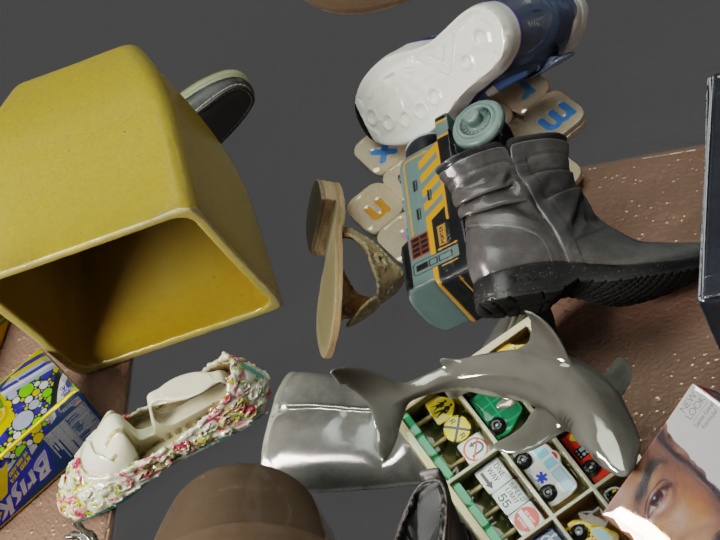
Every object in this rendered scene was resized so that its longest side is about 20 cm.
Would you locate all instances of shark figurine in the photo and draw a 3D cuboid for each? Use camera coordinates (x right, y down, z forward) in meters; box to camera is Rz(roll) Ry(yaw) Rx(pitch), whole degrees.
[{"bbox_3d":[0.100,0.067,1.417,0.214,0.090,0.128,7,41,26],"label":"shark figurine"}]

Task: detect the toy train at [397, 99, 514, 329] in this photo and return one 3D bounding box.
[{"bbox_3d":[0.084,-0.047,1.628,0.114,0.085,0.200,-26,45,19],"label":"toy train"}]

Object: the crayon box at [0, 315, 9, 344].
[{"bbox_3d":[-0.373,0.038,1.832,0.127,0.051,0.200,-4,51,25],"label":"crayon box"}]

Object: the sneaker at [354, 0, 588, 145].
[{"bbox_3d":[0.104,-0.173,1.737,0.146,0.081,0.200,-19,-10,-44],"label":"sneaker"}]

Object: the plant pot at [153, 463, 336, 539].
[{"bbox_3d":[-0.080,0.229,1.446,0.200,0.200,0.175,-23,27,8],"label":"plant pot"}]

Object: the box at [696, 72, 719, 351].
[{"bbox_3d":[0.312,-0.006,1.406,0.124,0.200,0.197,-7,51,23],"label":"box"}]

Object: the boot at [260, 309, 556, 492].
[{"bbox_3d":[0.036,0.094,1.567,0.200,0.073,0.182,0,52,34],"label":"boot"}]

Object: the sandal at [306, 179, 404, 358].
[{"bbox_3d":[0.001,-0.005,1.663,0.069,0.078,0.212,7,32,-11],"label":"sandal"}]

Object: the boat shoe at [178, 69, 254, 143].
[{"bbox_3d":[-0.164,-0.092,1.826,0.200,0.073,0.065,-43,51,2],"label":"boat shoe"}]

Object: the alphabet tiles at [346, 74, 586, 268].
[{"bbox_3d":[0.088,-0.087,1.722,0.200,0.015,0.196,-39,45,-7],"label":"alphabet tiles"}]

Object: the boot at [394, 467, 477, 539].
[{"bbox_3d":[0.059,0.250,1.340,0.069,0.174,0.200,-12,48,18],"label":"boot"}]

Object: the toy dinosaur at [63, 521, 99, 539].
[{"bbox_3d":[-0.215,0.248,1.578,0.200,0.047,0.088,-34,60,-3],"label":"toy dinosaur"}]

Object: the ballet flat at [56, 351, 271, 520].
[{"bbox_3d":[-0.165,0.123,1.643,0.200,0.064,0.076,-32,46,1],"label":"ballet flat"}]

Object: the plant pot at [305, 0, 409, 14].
[{"bbox_3d":[0.008,-0.340,1.923,0.200,0.093,0.201,-15,48,17],"label":"plant pot"}]

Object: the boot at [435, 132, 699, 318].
[{"bbox_3d":[0.162,-0.042,1.529,0.200,0.070,0.132,-4,70,-22],"label":"boot"}]

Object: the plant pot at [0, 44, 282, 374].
[{"bbox_3d":[-0.198,-0.063,1.696,0.194,0.196,0.200,-18,60,13],"label":"plant pot"}]

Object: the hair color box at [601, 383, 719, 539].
[{"bbox_3d":[0.266,0.175,1.327,0.200,0.064,0.111,38,100,33],"label":"hair color box"}]

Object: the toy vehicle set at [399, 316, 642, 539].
[{"bbox_3d":[0.127,0.144,1.450,0.124,0.027,0.200,-36,66,-5],"label":"toy vehicle set"}]

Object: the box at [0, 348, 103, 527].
[{"bbox_3d":[-0.305,0.162,1.683,0.200,0.064,0.070,-41,46,-10],"label":"box"}]
